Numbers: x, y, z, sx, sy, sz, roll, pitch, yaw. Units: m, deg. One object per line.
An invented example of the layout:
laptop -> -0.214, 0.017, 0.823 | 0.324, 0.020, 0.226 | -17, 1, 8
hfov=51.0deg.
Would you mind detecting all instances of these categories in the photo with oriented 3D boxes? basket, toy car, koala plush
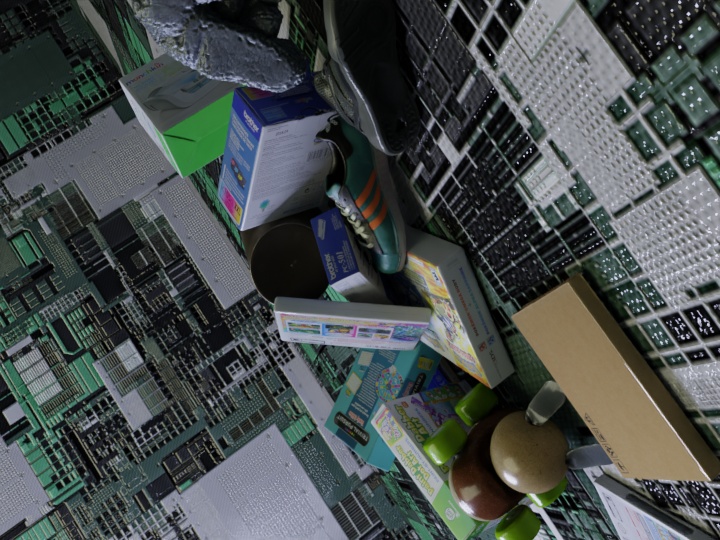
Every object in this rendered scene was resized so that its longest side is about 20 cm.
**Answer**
basket -> -0.099, -0.024, 1.076 | 0.181, 0.135, 0.200 | 49, -177, -13
toy car -> 0.201, 0.204, 0.885 | 0.165, 0.157, 0.200 | 48, 138, 6
koala plush -> -0.146, -0.316, 0.811 | 0.202, 0.179, 0.180 | -100, 16, -52

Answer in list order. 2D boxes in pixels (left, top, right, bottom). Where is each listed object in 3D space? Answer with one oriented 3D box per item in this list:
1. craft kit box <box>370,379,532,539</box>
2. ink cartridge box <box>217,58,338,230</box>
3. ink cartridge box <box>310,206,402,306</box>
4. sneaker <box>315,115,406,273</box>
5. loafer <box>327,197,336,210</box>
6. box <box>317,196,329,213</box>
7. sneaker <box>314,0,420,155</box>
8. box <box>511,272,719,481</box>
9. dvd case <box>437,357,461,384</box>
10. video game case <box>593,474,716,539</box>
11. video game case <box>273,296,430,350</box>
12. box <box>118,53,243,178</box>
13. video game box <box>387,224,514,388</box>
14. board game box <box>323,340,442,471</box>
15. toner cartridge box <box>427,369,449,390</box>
craft kit box -> 0.140, 0.251, 1.037 | 0.201, 0.195, 0.049 | 49, 126, 29
ink cartridge box -> -0.094, -0.160, 0.935 | 0.077, 0.135, 0.202 | 50, 141, 24
ink cartridge box -> 0.000, 0.000, 0.996 | 0.200, 0.043, 0.096 | 45, -155, -63
sneaker -> -0.003, -0.085, 0.901 | 0.071, 0.078, 0.205 | 25, 133, 64
loafer -> -0.015, -0.070, 1.097 | 0.072, 0.062, 0.202 | 44, 161, 43
box -> -0.065, -0.106, 1.232 | 0.203, 0.047, 0.122 | 61, 167, -11
sneaker -> -0.011, -0.212, 0.732 | 0.114, 0.076, 0.201 | 37, 162, 39
box -> 0.229, 0.106, 0.707 | 0.202, 0.021, 0.164 | 56, 167, 8
dvd case -> 0.120, 0.162, 1.244 | 0.202, 0.016, 0.149 | 54, 166, 13
video game case -> 0.337, 0.309, 0.791 | 0.145, 0.018, 0.199 | 62, 166, -15
video game case -> -0.014, 0.074, 1.012 | 0.182, 0.194, 0.024 | 100, 174, -73
box -> -0.243, -0.269, 1.173 | 0.177, 0.198, 0.098 | 47, 164, 36
video game box -> 0.099, 0.036, 0.970 | 0.185, 0.046, 0.199 | 61, 167, -23
board game box -> 0.035, 0.180, 1.157 | 0.046, 0.204, 0.150 | 28, 176, -29
toner cartridge box -> 0.145, 0.238, 1.201 | 0.201, 0.043, 0.095 | 53, 165, 10
